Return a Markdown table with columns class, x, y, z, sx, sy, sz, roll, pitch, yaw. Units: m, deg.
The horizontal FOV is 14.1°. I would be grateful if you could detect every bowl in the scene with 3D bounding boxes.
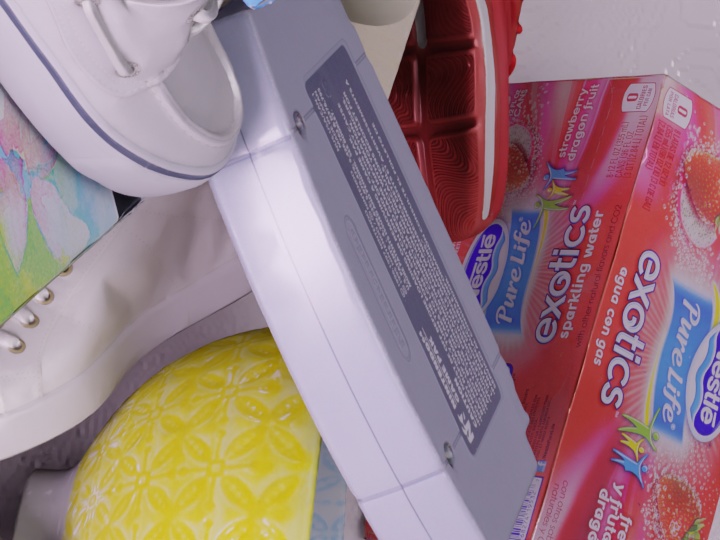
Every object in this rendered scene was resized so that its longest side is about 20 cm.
| class | x | y | z | sx | sy | sz | roll | pitch | yaw |
| --- | --- | --- | --- | --- | --- | --- | --- | --- | --- |
| bowl | -0.065 | 0.112 | 1.015 | 0.107 | 0.200 | 0.201 | 5 | 88 | 3 |

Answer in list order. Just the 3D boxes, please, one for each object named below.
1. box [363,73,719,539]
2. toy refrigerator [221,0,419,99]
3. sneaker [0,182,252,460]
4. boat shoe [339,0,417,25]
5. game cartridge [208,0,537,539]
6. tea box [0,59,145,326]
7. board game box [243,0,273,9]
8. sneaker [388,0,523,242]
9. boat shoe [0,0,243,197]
| class | x | y | z | sx | sy | sz | roll | pitch | yaw |
| --- | --- | --- | --- | --- | --- | --- | --- | --- | --- |
| box | 0.090 | 0.032 | 1.162 | 0.095 | 0.102 | 0.201 | 27 | 73 | -37 |
| toy refrigerator | -0.078 | -0.115 | 1.032 | 0.200 | 0.076 | 0.070 | 27 | 74 | -36 |
| sneaker | -0.109 | -0.002 | 1.011 | 0.200 | 0.073 | 0.085 | -39 | 124 | -45 |
| boat shoe | -0.018 | -0.178 | 0.985 | 0.063 | 0.073 | 0.202 | -54 | 129 | -44 |
| game cartridge | 0.000 | 0.000 | 0.970 | 0.133 | 0.041 | 0.200 | -60 | 127 | -74 |
| tea box | -0.164 | -0.085 | 0.851 | 0.197 | 0.133 | 0.201 | -50 | 127 | -62 |
| board game box | -0.063 | -0.188 | 0.823 | 0.056 | 0.196 | 0.200 | -33 | 105 | 10 |
| sneaker | 0.060 | -0.116 | 1.148 | 0.115 | 0.078 | 0.201 | -9 | 98 | -38 |
| boat shoe | -0.070 | -0.083 | 0.814 | 0.200 | 0.065 | 0.074 | 45 | 40 | -56 |
